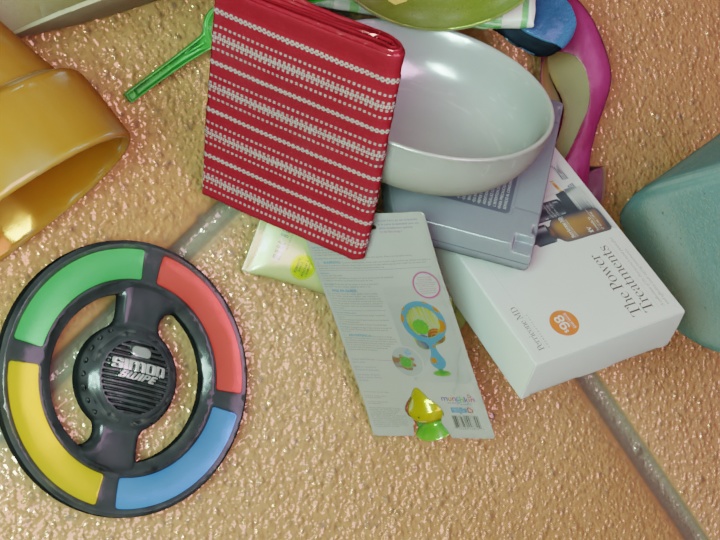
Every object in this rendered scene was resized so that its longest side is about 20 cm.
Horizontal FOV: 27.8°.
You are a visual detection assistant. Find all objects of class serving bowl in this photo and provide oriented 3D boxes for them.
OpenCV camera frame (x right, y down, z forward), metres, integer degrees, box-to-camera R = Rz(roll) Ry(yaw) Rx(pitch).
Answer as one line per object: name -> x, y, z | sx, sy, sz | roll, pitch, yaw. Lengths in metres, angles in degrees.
serving bowl -> 0.047, -0.118, 1.130 | 0.199, 0.200, 0.066 | -14, 135, -35

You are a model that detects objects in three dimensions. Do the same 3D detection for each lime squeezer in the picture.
lime squeezer -> -0.085, -0.180, 1.086 | 0.038, 0.199, 0.071 | 49, 28, -42

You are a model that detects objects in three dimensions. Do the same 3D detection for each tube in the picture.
tube -> 0.000, 0.000, 1.179 | 0.199, 0.052, 0.058 | 24, 41, -28

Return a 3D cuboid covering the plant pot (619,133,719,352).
plant pot -> 0.361, -0.039, 1.344 | 0.195, 0.200, 0.197 | -33, 104, -32

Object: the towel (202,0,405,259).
towel -> -0.045, -0.107, 1.046 | 0.144, 0.201, 0.023 | 24, 46, 13

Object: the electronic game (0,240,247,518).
electronic game -> -0.170, 0.078, 1.053 | 0.199, 0.042, 0.201 | 4, 82, -34

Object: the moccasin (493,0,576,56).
moccasin -> 0.092, -0.248, 1.252 | 0.200, 0.068, 0.080 | 44, 74, 3

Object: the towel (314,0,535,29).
towel -> 0.052, -0.279, 1.205 | 0.199, 0.023, 0.153 | 7, 76, -8

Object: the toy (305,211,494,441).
toy -> 0.037, 0.039, 1.143 | 0.047, 0.115, 0.201 | -41, 122, -49

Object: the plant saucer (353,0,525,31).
plant saucer -> 0.063, -0.280, 1.122 | 0.200, 0.200, 0.031 | 38, 31, -26

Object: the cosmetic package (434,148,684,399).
cosmetic package -> 0.144, -0.005, 1.186 | 0.150, 0.052, 0.200 | -18, 56, -24

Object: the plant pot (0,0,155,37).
plant pot -> -0.152, -0.284, 1.024 | 0.177, 0.199, 0.201 | -14, 93, -49

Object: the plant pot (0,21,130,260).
plant pot -> -0.279, -0.099, 0.917 | 0.200, 0.200, 0.184 | -37, 90, -32

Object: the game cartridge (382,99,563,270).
game cartridge -> 0.089, -0.089, 1.190 | 0.133, 0.041, 0.200 | 18, 46, 1

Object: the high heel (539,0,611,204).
high heel -> 0.177, -0.145, 1.303 | 0.096, 0.067, 0.201 | -14, 97, -46
